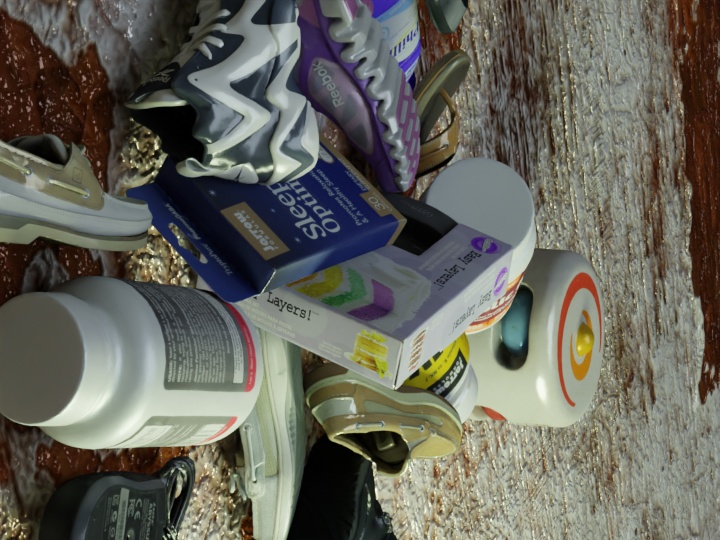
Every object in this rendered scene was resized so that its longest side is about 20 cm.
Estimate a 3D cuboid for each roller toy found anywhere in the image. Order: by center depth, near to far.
[{"bbox_3d":[0.173,0.070,1.771,0.183,0.139,0.201,-56,140,-46],"label":"roller toy"}]

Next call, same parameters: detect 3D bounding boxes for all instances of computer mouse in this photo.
[{"bbox_3d":[-0.175,0.188,1.186,0.200,0.052,0.139,36,61,-72],"label":"computer mouse"}]

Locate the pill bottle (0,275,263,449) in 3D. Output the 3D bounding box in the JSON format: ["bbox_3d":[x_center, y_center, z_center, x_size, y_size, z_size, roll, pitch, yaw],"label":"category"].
[{"bbox_3d":[-0.156,0.061,1.137,0.200,0.110,0.111,10,83,-64],"label":"pill bottle"}]

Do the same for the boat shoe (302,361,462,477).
[{"bbox_3d":[0.023,0.139,1.440,0.200,0.071,0.076,24,43,-48],"label":"boat shoe"}]

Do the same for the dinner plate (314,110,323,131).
[{"bbox_3d":[-0.082,-0.152,1.368,0.200,0.024,0.201,-6,96,-64],"label":"dinner plate"}]

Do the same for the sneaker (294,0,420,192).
[{"bbox_3d":[-0.015,-0.147,1.376,0.081,0.088,0.201,-78,149,-54],"label":"sneaker"}]

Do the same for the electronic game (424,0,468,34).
[{"bbox_3d":[0.055,-0.300,1.465,0.200,0.041,0.201,-10,90,-80],"label":"electronic game"}]

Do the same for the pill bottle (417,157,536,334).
[{"bbox_3d":[0.098,-0.022,1.560,0.200,0.113,0.115,96,5,-72],"label":"pill bottle"}]

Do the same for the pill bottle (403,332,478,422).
[{"bbox_3d":[0.030,0.058,1.510,0.200,0.114,0.115,59,42,-48],"label":"pill bottle"}]

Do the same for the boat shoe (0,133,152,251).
[{"bbox_3d":[-0.196,-0.051,1.088,0.200,0.074,0.069,4,94,-63],"label":"boat shoe"}]

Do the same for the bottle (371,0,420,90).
[{"bbox_3d":[0.011,-0.191,1.469,0.083,0.065,0.200,-42,152,-20],"label":"bottle"}]

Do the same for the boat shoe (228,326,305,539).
[{"bbox_3d":[-0.080,0.123,1.365,0.074,0.064,0.203,-72,162,-68],"label":"boat shoe"}]

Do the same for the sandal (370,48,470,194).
[{"bbox_3d":[0.053,-0.101,1.529,0.201,0.054,0.080,-63,168,8],"label":"sandal"}]

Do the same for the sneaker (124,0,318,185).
[{"bbox_3d":[-0.113,-0.154,1.225,0.129,0.079,0.200,-10,90,-36],"label":"sneaker"}]

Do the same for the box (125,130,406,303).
[{"bbox_3d":[-0.066,-0.047,1.271,0.200,0.121,0.032,-23,154,-50],"label":"box"}]

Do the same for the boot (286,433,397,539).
[{"bbox_3d":[-0.012,0.258,1.473,0.200,0.076,0.169,-67,145,-53],"label":"boot"}]

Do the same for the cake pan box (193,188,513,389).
[{"bbox_3d":[0.000,0.000,1.345,0.200,0.184,0.053,-35,145,-51],"label":"cake pan box"}]
